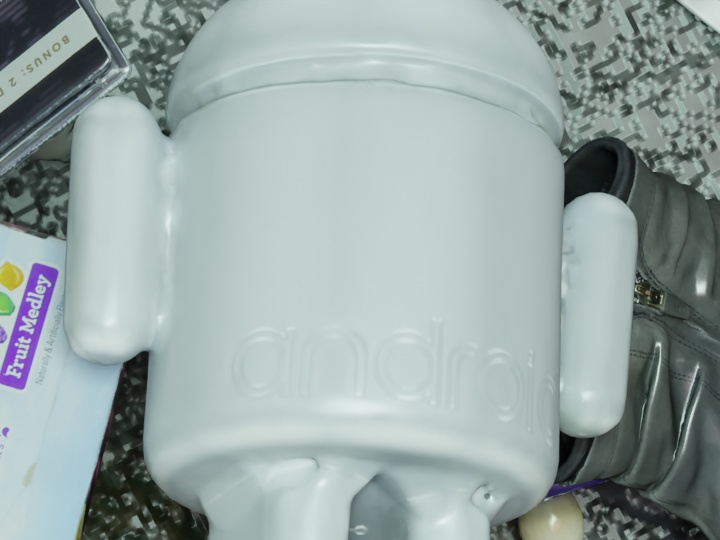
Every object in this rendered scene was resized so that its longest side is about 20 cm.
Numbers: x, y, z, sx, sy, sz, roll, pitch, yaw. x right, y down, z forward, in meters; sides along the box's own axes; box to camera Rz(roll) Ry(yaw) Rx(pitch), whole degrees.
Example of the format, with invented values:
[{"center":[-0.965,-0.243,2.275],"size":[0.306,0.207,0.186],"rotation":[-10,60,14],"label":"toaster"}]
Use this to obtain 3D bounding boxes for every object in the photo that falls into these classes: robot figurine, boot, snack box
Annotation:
[{"center":[0.000,0.000,0.799],"size":[0.169,0.113,0.201],"rotation":[11,69,-24],"label":"robot figurine"},{"center":[0.102,0.067,0.886],"size":[0.131,0.070,0.201],"rotation":[10,71,-38],"label":"boot"},{"center":[-0.115,0.108,0.810],"size":[0.053,0.142,0.201],"rotation":[18,54,-7],"label":"snack box"}]

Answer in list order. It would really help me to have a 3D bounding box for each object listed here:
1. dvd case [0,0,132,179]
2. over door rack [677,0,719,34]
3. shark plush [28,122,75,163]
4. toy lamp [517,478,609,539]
[{"center":[-0.169,-0.087,0.854],"size":[0.148,0.016,0.200],"rotation":[-37,63,10],"label":"dvd case"},{"center":[0.217,-0.088,0.935],"size":[0.200,0.067,0.148],"rotation":[40,85,-3],"label":"over door rack"},{"center":[-0.110,-0.138,0.920],"size":[0.083,0.091,0.201],"rotation":[14,70,-30],"label":"shark plush"},{"center":[0.070,0.120,0.914],"size":[0.058,0.058,0.201],"rotation":[-15,88,-7],"label":"toy lamp"}]
